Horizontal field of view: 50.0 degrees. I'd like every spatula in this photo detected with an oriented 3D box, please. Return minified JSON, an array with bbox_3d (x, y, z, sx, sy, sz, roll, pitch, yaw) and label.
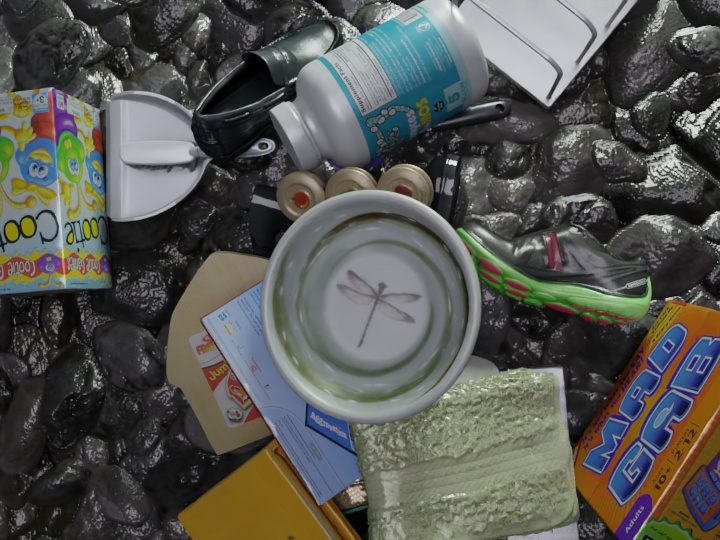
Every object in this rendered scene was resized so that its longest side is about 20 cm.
[{"bbox_3d":[0.058,-0.147,0.804,0.199,0.021,0.057,-12,84,6],"label":"spatula"}]

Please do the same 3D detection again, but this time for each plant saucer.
[{"bbox_3d":[0.011,0.032,0.681,0.199,0.050,0.201,-1,86,18],"label":"plant saucer"}]

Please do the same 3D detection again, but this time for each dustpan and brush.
[{"bbox_3d":[-0.184,-0.124,0.814,0.199,0.057,0.140,-1,89,5],"label":"dustpan and brush"}]

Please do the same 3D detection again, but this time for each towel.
[{"bbox_3d":[0.095,0.172,0.689,0.199,0.036,0.149,-9,82,-10],"label":"towel"}]

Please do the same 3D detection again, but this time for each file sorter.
[{"bbox_3d":[0.197,-0.287,0.737,0.139,0.125,0.200,40,94,6],"label":"file sorter"}]

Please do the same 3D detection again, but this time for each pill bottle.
[{"bbox_3d":[0.015,-0.171,0.746,0.199,0.111,0.111,-30,86,-5],"label":"pill bottle"}]

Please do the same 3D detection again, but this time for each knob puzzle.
[{"bbox_3d":[-0.109,0.071,0.805,0.218,0.030,0.221,0,102,-1],"label":"knob puzzle"}]

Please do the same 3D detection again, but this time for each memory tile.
[{"bbox_3d":[0.000,0.000,0.732,0.152,0.017,0.201,1,113,19],"label":"memory tile"}]

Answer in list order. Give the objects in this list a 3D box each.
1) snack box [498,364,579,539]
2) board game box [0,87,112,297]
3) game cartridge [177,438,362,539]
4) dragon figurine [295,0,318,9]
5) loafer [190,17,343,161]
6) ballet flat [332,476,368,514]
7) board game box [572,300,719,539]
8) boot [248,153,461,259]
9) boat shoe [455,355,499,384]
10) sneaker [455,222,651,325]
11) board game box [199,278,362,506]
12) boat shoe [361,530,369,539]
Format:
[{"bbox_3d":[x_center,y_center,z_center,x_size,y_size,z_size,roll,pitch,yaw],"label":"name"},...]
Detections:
[{"bbox_3d":[0.177,0.199,0.782,0.071,0.024,0.201,-5,89,8],"label":"snack box"},{"bbox_3d":[-0.338,-0.076,0.812,0.104,0.103,0.201,-6,88,7],"label":"board game box"},{"bbox_3d":[-0.081,0.275,0.761,0.177,0.032,0.200,52,132,5],"label":"game cartridge"},{"bbox_3d":[-0.081,-0.339,0.805,0.199,0.059,0.100,15,91,7],"label":"dragon figurine"},{"bbox_3d":[-0.089,-0.192,0.772,0.068,0.070,0.201,36,68,19],"label":"loafer"},{"bbox_3d":[0.028,0.187,0.747,0.199,0.071,0.066,-15,99,6],"label":"ballet flat"},{"bbox_3d":[0.331,0.169,0.663,0.199,0.200,0.200,32,93,0],"label":"board game box"},{"bbox_3d":[-0.011,-0.057,0.758,0.199,0.066,0.165,15,128,9],"label":"boot"},{"bbox_3d":[0.047,0.144,0.781,0.199,0.072,0.069,-20,126,1],"label":"boat shoe"},{"bbox_3d":[0.190,-0.009,0.768,0.199,0.077,0.084,19,74,4],"label":"sneaker"},{"bbox_3d":[-0.051,0.102,0.712,0.103,0.019,0.200,-32,83,-14],"label":"board game box"},{"bbox_3d":[0.079,0.255,0.777,0.200,0.071,0.064,-38,123,7],"label":"boat shoe"}]
